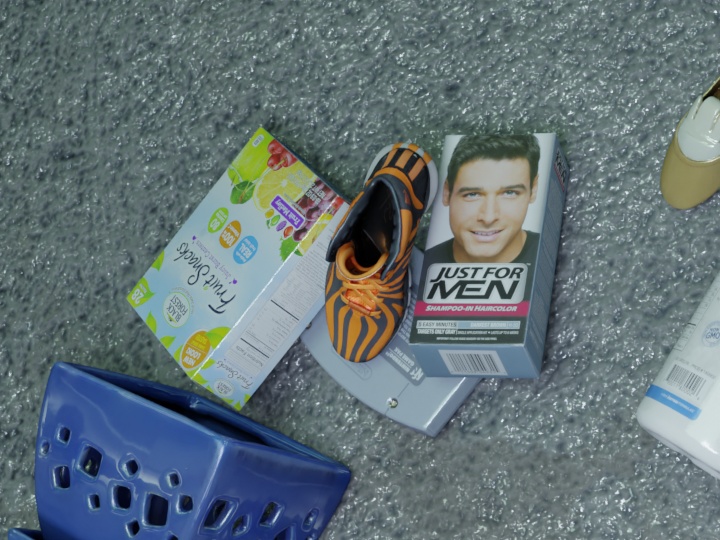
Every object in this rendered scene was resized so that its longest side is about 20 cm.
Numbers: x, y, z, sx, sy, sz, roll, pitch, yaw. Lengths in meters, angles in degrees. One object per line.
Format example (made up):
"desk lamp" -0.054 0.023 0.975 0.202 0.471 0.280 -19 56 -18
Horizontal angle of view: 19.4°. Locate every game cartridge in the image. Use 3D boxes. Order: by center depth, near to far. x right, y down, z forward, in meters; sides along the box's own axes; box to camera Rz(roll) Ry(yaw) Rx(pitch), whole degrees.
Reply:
"game cartridge" 0.026 0.046 1.790 0.134 0.040 0.200 -49 56 0

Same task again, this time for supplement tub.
"supplement tub" 0.308 0.061 1.572 0.132 0.132 0.201 31 88 33

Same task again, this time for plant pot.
"plant pot" -0.158 0.200 1.743 0.199 0.200 0.181 22 90 33

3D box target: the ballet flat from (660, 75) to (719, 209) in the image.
"ballet flat" 0.301 -0.141 1.692 0.069 0.063 0.201 39 93 34

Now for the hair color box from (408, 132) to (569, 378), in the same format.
"hair color box" 0.107 -0.013 1.723 0.098 0.061 0.201 0 59 20

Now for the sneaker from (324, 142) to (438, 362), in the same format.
"sneaker" 0.000 0.000 1.692 0.077 0.112 0.201 18 118 11

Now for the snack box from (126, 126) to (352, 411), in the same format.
"snack box" -0.096 -0.004 1.827 0.201 0.068 0.169 -53 35 3
